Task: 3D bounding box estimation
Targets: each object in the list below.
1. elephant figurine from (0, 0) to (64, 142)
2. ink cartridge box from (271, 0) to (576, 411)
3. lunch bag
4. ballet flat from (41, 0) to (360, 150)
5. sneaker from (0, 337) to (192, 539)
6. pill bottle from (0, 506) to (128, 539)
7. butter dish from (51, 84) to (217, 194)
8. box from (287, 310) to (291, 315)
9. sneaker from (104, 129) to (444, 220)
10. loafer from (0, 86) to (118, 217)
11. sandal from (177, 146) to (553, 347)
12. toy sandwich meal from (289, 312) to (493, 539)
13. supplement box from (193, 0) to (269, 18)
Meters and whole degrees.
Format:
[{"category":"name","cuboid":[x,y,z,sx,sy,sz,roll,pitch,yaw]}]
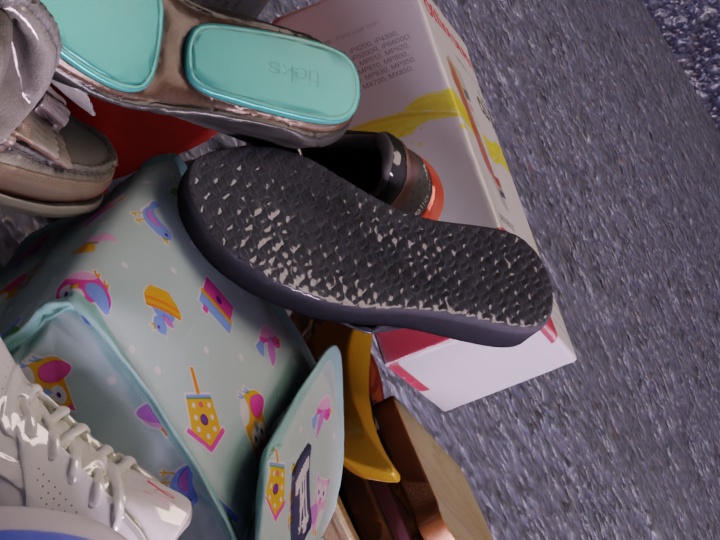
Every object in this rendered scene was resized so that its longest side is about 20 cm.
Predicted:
[{"category":"elephant figurine","cuboid":[-0.173,-0.079,0.804,0.141,0.200,0.155,34,-7,-37]},{"category":"ink cartridge box","cuboid":[0.036,-0.041,1.180,0.145,0.083,0.200,39,31,-71]},{"category":"lunch bag","cuboid":[-0.084,0.073,0.995,0.200,0.122,0.170,55,23,-13]},{"category":"ballet flat","cuboid":[-0.095,-0.093,0.974,0.200,0.068,0.068,22,65,-30]},{"category":"sneaker","cuboid":[-0.119,0.084,0.875,0.078,0.099,0.200,-83,159,-59]},{"category":"pill bottle","cuboid":[-0.120,0.192,0.762,0.114,0.114,0.200,46,26,-47]},{"category":"butter dish","cuboid":[-0.108,-0.151,1.142,0.200,0.148,0.200,75,3,-52]},{"category":"box","cuboid":[-0.047,0.089,1.232,0.117,0.048,0.200,15,55,-69]},{"category":"sneaker","cuboid":[-0.063,-0.036,1.078,0.082,0.200,0.077,62,16,-65]},{"category":"loafer","cuboid":[-0.176,-0.076,0.928,0.200,0.063,0.072,17,27,-41]},{"category":"sandal","cuboid":[0.000,0.001,1.024,0.200,0.043,0.076,19,52,-30]},{"category":"toy sandwich meal","cuboid":[0.020,0.103,1.196,0.205,0.070,0.205,-22,90,-78]},{"category":"supplement box","cuboid":[-0.126,-0.184,0.981,0.200,0.103,0.101,11,52,-29]}]
